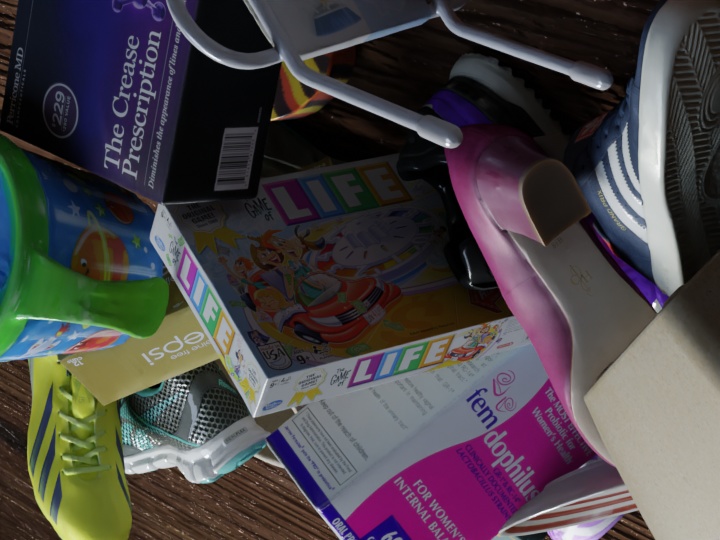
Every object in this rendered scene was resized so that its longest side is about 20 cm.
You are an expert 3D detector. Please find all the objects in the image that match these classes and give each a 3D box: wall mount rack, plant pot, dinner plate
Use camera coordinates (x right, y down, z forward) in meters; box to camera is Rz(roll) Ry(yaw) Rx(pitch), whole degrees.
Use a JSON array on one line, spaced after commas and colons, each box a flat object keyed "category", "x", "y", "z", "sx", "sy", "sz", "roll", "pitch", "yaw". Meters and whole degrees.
[{"category": "wall mount rack", "x": 0.016, "y": -0.127, "z": 0.822, "sx": 0.075, "sy": 0.199, "sz": 0.174, "roll": -40, "pitch": 78, "yaw": 45}, {"category": "plant pot", "x": 0.221, "y": 0.060, "z": 0.822, "sx": 0.177, "sy": 0.200, "sz": 0.200, "roll": 44, "pitch": 158, "yaw": 9}, {"category": "dinner plate", "x": 0.174, "y": 0.120, "z": 1.045, "sx": 0.200, "sy": 0.199, "sz": 0.024, "roll": 125, "pitch": 133, "yaw": -67}]

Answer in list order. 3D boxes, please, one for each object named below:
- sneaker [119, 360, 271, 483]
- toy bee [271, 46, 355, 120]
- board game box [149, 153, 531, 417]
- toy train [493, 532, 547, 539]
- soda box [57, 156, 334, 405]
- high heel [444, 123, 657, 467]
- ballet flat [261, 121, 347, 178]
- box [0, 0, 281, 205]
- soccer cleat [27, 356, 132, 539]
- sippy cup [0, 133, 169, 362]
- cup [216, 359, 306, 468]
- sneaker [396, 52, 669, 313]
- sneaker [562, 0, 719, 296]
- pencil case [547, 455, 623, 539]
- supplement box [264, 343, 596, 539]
[{"category": "sneaker", "x": -0.134, "y": 0.089, "z": 1.238, "sx": 0.200, "sy": 0.077, "sz": 0.092, "roll": -7, "pitch": 112, "yaw": 57}, {"category": "toy bee", "x": -0.102, "y": -0.126, "z": 1.099, "sx": 0.130, "sy": 0.109, "sz": 0.200, "roll": 1, "pitch": -156, "yaw": -45}, {"category": "board game box", "x": 0.000, "y": 0.000, "z": 1.002, "sx": 0.135, "sy": 0.199, "sz": 0.034, "roll": 56, "pitch": 143, "yaw": 31}, {"category": "toy train", "x": 0.085, "y": 0.169, "z": 1.380, "sx": 0.114, "sy": 0.086, "sz": 0.200, "roll": 34, "pitch": 158, "yaw": -15}, {"category": "soda box", "x": -0.091, "y": 0.009, "z": 1.105, "sx": 0.064, "sy": 0.199, "sz": 0.068, "roll": 55, "pitch": -164, "yaw": -53}, {"category": "high heel", "x": 0.105, "y": 0.012, "z": 0.939, "sx": 0.096, "sy": 0.067, "sz": 0.201, "roll": 35, "pitch": 149, "yaw": 61}, {"category": "ballet flat", "x": -0.022, "y": -0.044, "z": 1.175, "sx": 0.199, "sy": 0.064, "sz": 0.068, "roll": 28, "pitch": 154, "yaw": 28}, {"category": "box", "x": -0.111, "y": -0.153, "z": 0.963, "sx": 0.141, "sy": 0.079, "sz": 0.201, "roll": 24, "pitch": 110, "yaw": 38}, {"category": "soccer cleat", "x": -0.188, "y": 0.091, "z": 1.196, "sx": 0.084, "sy": 0.064, "sz": 0.201, "roll": -46, "pitch": 50, "yaw": 54}, {"category": "sippy cup", "x": -0.187, "y": -0.007, "z": 1.021, "sx": 0.130, "sy": 0.140, "sz": 0.178, "roll": 8, "pitch": -135, "yaw": -51}, {"category": "cup", "x": -0.069, "y": 0.020, "z": 1.264, "sx": 0.200, "sy": 0.143, "sz": 0.201, "roll": 33, "pitch": 156, "yaw": 17}, {"category": "sneaker", "x": 0.098, "y": -0.016, "z": 0.985, "sx": 0.200, "sy": 0.100, "sz": 0.070, "roll": 43, "pitch": 159, "yaw": -4}, {"category": "sneaker", "x": 0.137, "y": -0.066, "z": 0.875, "sx": 0.084, "sy": 0.075, "sz": 0.201, "roll": 34, "pitch": 153, "yaw": 31}, {"category": "pencil case", "x": 0.104, "y": 0.097, "z": 1.204, "sx": 0.200, "sy": 0.086, "sz": 0.084, "roll": 45, "pitch": 160, "yaw": -12}, {"category": "supplement box", "x": 0.059, "y": 0.093, "z": 1.095, "sx": 0.101, "sy": 0.200, "sz": 0.103, "roll": 53, "pitch": 175, "yaw": -29}]
